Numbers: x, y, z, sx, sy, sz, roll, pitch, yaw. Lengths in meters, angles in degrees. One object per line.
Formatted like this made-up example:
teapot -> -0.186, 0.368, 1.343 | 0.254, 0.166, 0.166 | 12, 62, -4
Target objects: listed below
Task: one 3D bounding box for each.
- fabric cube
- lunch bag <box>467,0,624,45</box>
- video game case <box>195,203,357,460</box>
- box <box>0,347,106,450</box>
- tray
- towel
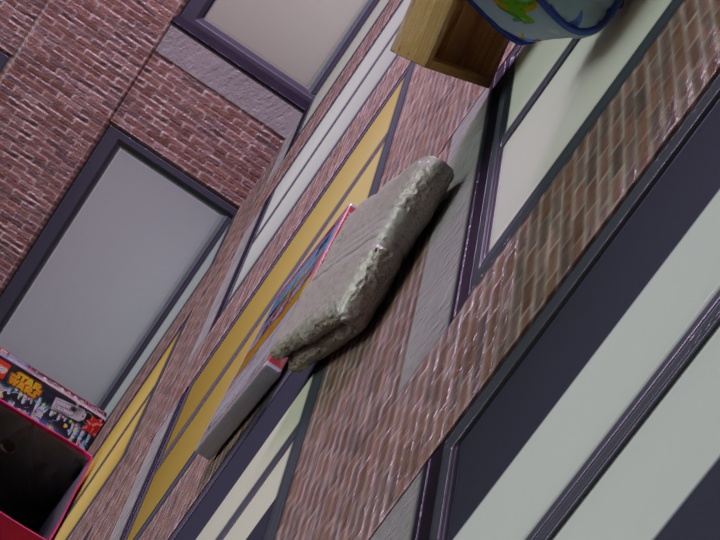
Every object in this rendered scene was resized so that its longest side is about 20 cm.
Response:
fabric cube -> -0.514, 0.320, 3.155 | 0.200, 0.199, 0.197 | -53, 9, 34
lunch bag -> 0.113, -0.239, 1.327 | 0.082, 0.161, 0.201 | 4, 58, 57
video game case -> -0.066, 0.050, 1.913 | 0.143, 0.017, 0.201 | -51, 9, 47
box -> -0.505, 0.226, 3.532 | 0.137, 0.199, 0.040 | -56, 10, 9
tray -> 0.094, -0.233, 1.626 | 0.098, 0.037, 0.201 | 9, -74, -59
towel -> 0.000, 0.000, 1.597 | 0.133, 0.034, 0.200 | -60, 8, -16
